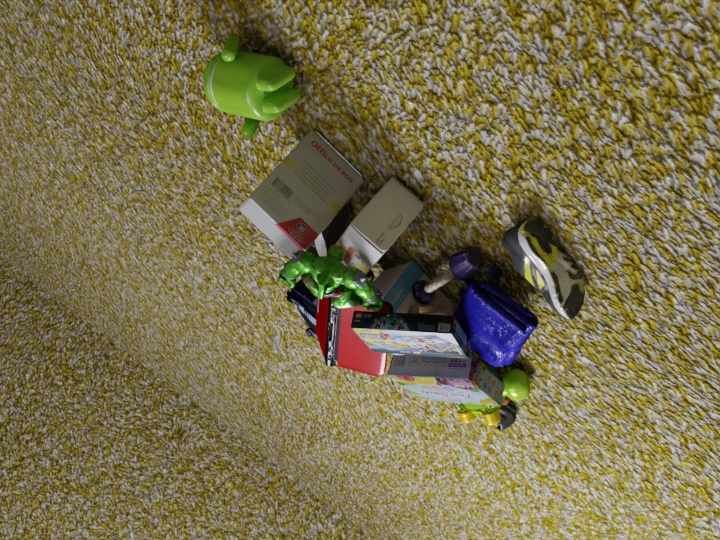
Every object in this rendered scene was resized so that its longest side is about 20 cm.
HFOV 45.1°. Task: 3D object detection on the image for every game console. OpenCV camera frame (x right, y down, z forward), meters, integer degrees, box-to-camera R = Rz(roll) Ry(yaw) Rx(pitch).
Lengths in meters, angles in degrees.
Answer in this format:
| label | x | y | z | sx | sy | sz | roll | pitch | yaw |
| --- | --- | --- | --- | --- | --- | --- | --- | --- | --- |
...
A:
| label | x | y | z | sx | sy | sz | roll | pitch | yaw |
| --- | --- | --- | --- | --- | --- | --- | --- | --- | --- |
| game console | -0.018 | 0.101 | 1.811 | 0.173 | 0.118 | 0.201 | -113 | 23 | -50 |

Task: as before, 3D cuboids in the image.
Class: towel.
| label | x | y | z | sx | sy | sz | roll | pitch | yaw |
| --- | --- | --- | --- | --- | --- | --- | --- | --- | --- |
| towel | 0.243 | 0.107 | 1.635 | 0.147 | 0.050 | 0.200 | 32 | 153 | 10 |

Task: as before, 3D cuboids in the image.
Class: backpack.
| label | x | y | z | sx | sy | sz | roll | pitch | yaw |
| --- | --- | --- | --- | --- | --- | --- | --- | --- | --- |
| backpack | -0.048 | 0.100 | 1.982 | 0.200 | 0.135 | 0.183 | 31 | 156 | 39 |

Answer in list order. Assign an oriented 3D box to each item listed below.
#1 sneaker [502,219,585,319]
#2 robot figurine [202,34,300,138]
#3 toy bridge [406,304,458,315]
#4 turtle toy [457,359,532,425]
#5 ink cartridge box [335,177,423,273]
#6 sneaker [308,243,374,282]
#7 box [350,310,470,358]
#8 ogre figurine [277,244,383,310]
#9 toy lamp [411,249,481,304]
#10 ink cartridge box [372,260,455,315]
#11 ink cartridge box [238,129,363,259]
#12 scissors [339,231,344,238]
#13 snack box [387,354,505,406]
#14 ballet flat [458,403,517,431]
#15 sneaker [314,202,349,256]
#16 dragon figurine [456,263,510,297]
| label | x | y | z | sx | sy | sz | roll | pitch | yaw |
| --- | --- | --- | --- | --- | --- | --- | --- | --- | --- |
| sneaker | 0.317 | -0.003 | 1.501 | 0.084 | 0.074 | 0.201 | -2 | 123 | 60 |
| robot figurine | -0.204 | -0.338 | 1.581 | 0.199 | 0.116 | 0.176 | 19 | 137 | 36 |
| toy bridge | 0.191 | 0.103 | 1.772 | 0.199 | 0.067 | 0.027 | 15 | 127 | -12 |
| turtle toy | 0.278 | 0.251 | 1.877 | 0.199 | 0.101 | 0.147 | -5 | 106 | 51 |
| ink cartridge box | 0.020 | -0.069 | 1.660 | 0.083 | 0.145 | 0.200 | 41 | 152 | -1 |
| sneaker | -0.052 | -0.012 | 1.926 | 0.200 | 0.081 | 0.086 | 30 | 173 | 38 |
| box | 0.097 | 0.122 | 1.651 | 0.199 | 0.038 | 0.137 | 2 | 157 | 22 |
| ogre figurine | -0.055 | 0.016 | 1.599 | 0.200 | 0.098 | 0.120 | 36 | 159 | 14 |
| toy lamp | 0.168 | 0.011 | 1.695 | 0.058 | 0.058 | 0.200 | 42 | 145 | -6 |
| ink cartridge box | 0.110 | 0.101 | 1.837 | 0.200 | 0.125 | 0.128 | 47 | 151 | -13 |
| ink cartridge box | -0.111 | -0.146 | 1.664 | 0.145 | 0.200 | 0.083 | 44 | 155 | -9 |
| scissors | 0.000 | 0.000 | 1.826 | 0.014 | 0.073 | 0.201 | -122 | 23 | -66 |
| snack box | 0.176 | 0.226 | 1.789 | 0.199 | 0.053 | 0.142 | -2 | 151 | 39 |
| ballet flat | 0.266 | 0.295 | 1.983 | 0.200 | 0.069 | 0.068 | 38 | 172 | 5 |
| sneaker | -0.071 | -0.097 | 1.817 | 0.085 | 0.072 | 0.201 | -127 | 32 | -45 |
| dragon figurine | 0.252 | 0.066 | 1.682 | 0.099 | 0.059 | 0.201 | 15 | 143 | 39 |
